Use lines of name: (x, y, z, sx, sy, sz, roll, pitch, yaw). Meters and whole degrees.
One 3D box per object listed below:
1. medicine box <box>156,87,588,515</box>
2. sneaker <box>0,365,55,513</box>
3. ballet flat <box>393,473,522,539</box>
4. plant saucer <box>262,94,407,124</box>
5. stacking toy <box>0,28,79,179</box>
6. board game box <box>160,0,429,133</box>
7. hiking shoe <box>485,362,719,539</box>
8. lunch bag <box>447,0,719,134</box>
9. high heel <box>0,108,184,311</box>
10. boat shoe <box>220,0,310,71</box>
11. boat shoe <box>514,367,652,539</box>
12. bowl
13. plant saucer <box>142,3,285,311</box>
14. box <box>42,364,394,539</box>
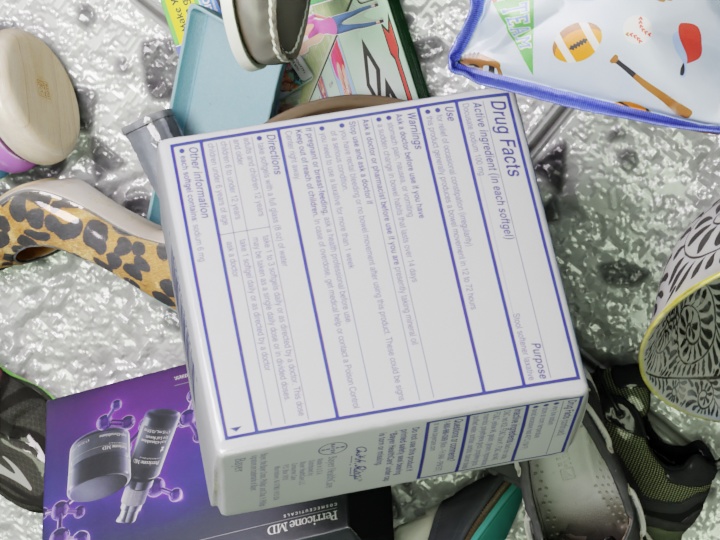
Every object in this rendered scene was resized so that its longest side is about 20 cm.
medicine box: (0.004, 0.016, 1.334, 0.199, 0.103, 0.183, -9, 67, -7)
sneaker: (-0.252, 0.076, 1.551, 0.077, 0.084, 0.200, -39, 94, 21)
ballet flat: (0.034, 0.192, 1.472, 0.073, 0.200, 0.073, 20, 152, 11)
plant saucer: (0.000, 0.000, 1.426, 0.199, 0.029, 0.201, 0, 86, -5)
stacking toy: (-0.273, -0.076, 1.521, 0.200, 0.085, 0.086, -20, 100, 25)
board game box: (-0.031, -0.106, 1.472, 0.134, 0.029, 0.201, -15, 102, 17)
hiking shoe: (0.124, 0.084, 1.474, 0.200, 0.076, 0.101, 33, 103, -7)
lunch bag: (0.167, -0.141, 1.338, 0.199, 0.170, 0.124, 18, 108, 10)
high heel: (-0.157, 0.007, 1.495, 0.200, 0.071, 0.143, -27, 87, 33)
boat shoe: (-0.034, -0.207, 1.343, 0.060, 0.072, 0.202, 4, 87, 19)
boat shoe: (0.130, 0.147, 1.421, 0.074, 0.060, 0.201, -12, 107, 6)
bowl: (0.246, -0.001, 1.381, 0.200, 0.094, 0.201, -5, 148, -3)
plant saucer: (-0.087, -0.059, 1.474, 0.070, 0.019, 0.200, 30, 125, 23)
box: (-0.086, 0.129, 1.489, 0.199, 0.141, 0.079, -16, 147, 17)
